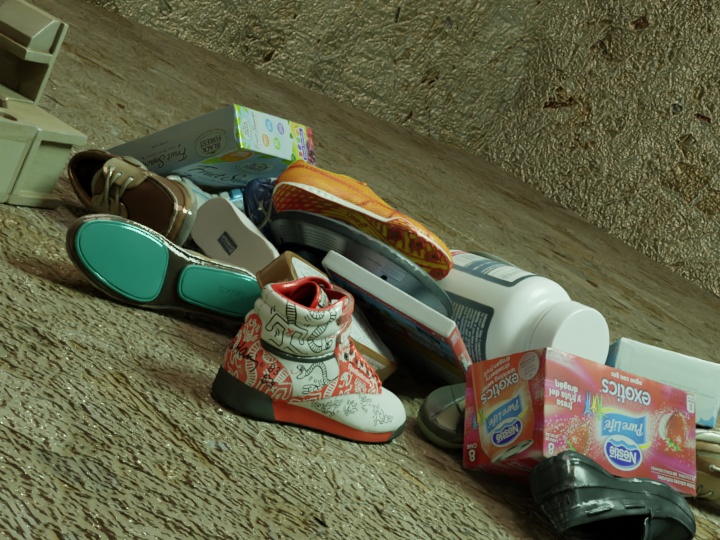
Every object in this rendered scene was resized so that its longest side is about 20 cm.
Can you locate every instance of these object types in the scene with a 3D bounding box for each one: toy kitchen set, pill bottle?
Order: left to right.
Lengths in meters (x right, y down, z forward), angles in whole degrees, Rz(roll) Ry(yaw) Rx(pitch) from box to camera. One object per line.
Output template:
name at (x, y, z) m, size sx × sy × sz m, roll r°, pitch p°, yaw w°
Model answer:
toy kitchen set at (-0.376, -0.181, 1.392) m, size 0.199 × 0.164 × 0.180 m, roll 30°, pitch 11°, yaw 24°
pill bottle at (0.148, 0.058, 1.499) m, size 0.119 × 0.121 × 0.199 m, roll 16°, pitch 3°, yaw -42°

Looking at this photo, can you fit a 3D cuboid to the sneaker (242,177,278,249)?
sneaker at (-0.070, -0.029, 1.580) m, size 0.085 × 0.077 × 0.200 m, roll 16°, pitch -24°, yaw 49°

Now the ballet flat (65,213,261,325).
ballet flat at (-0.178, 0.004, 1.281) m, size 0.199 × 0.069 × 0.067 m, roll 25°, pitch -10°, yaw -33°

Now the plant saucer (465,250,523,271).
plant saucer at (0.169, 0.067, 1.651) m, size 0.200 × 0.050 × 0.201 m, roll 38°, pitch -21°, yaw 17°

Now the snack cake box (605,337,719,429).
snack cake box at (0.310, 0.128, 1.578) m, size 0.114 × 0.068 × 0.200 m, roll 15°, pitch -8°, yaw 4°

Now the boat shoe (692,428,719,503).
boat shoe at (0.354, 0.200, 1.500) m, size 0.198 × 0.073 × 0.076 m, roll 3°, pitch -9°, yaw -3°

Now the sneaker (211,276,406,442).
sneaker at (-0.017, 0.070, 1.174) m, size 0.200 × 0.109 × 0.067 m, roll 16°, pitch 14°, yaw -43°

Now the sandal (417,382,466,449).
sandal at (0.122, 0.136, 1.349) m, size 0.200 × 0.058 × 0.080 m, roll -5°, pitch 34°, yaw -41°

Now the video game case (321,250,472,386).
video game case at (0.044, 0.058, 1.408) m, size 0.142 × 0.018 × 0.200 m, roll 31°, pitch -13°, yaw 23°

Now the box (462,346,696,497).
box at (0.193, 0.139, 1.279) m, size 0.199 × 0.096 × 0.099 m, roll 18°, pitch -22°, yaw -36°

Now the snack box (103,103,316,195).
snack box at (-0.168, -0.116, 1.571) m, size 0.199 × 0.053 × 0.142 m, roll -15°, pitch -11°, yaw 30°

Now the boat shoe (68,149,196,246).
boat shoe at (-0.226, -0.069, 1.421) m, size 0.071 × 0.076 × 0.199 m, roll 21°, pitch 2°, yaw -38°

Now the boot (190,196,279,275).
boot at (-0.094, 0.007, 1.417) m, size 0.090 × 0.073 × 0.200 m, roll 43°, pitch 10°, yaw -39°

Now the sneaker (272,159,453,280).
sneaker at (0.009, -0.055, 1.491) m, size 0.199 × 0.073 × 0.077 m, roll 30°, pitch 39°, yaw -6°

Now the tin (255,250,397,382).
tin at (-0.026, 0.046, 1.296) m, size 0.112 × 0.042 × 0.200 m, roll 58°, pitch 9°, yaw 22°

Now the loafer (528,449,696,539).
loafer at (0.212, 0.205, 1.210) m, size 0.200 × 0.068 × 0.071 m, roll 24°, pitch 43°, yaw -42°

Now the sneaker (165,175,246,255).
sneaker at (-0.143, -0.039, 1.557) m, size 0.087 × 0.075 × 0.199 m, roll 46°, pitch 22°, yaw 27°

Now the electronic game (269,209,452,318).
electronic game at (0.000, 0.000, 1.446) m, size 0.199 × 0.042 × 0.200 m, roll 27°, pitch -15°, yaw 7°
